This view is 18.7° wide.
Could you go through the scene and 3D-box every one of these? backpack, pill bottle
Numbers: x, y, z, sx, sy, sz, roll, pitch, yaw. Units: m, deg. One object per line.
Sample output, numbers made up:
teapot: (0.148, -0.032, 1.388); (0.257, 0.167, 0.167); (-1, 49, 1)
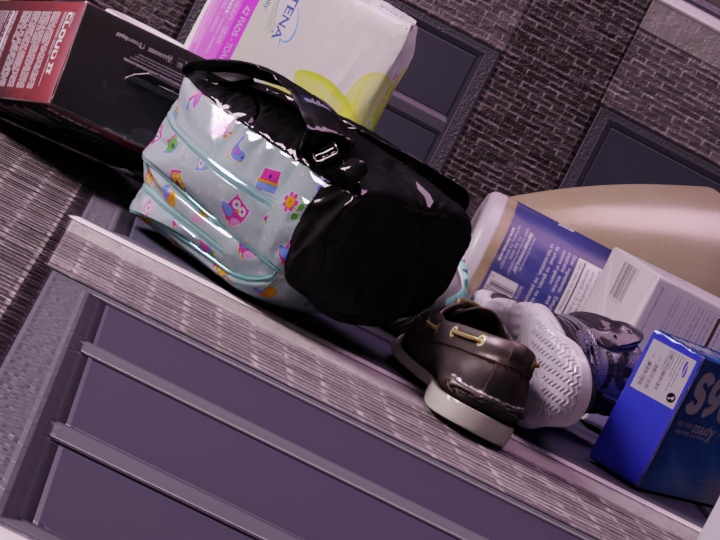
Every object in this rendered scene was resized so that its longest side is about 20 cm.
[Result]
backpack: (-0.049, -0.049, 1.364); (0.200, 0.127, 0.167); (33, 5, 33)
pill bottle: (0.166, 0.030, 1.718); (0.199, 0.112, 0.111); (28, 6, -2)

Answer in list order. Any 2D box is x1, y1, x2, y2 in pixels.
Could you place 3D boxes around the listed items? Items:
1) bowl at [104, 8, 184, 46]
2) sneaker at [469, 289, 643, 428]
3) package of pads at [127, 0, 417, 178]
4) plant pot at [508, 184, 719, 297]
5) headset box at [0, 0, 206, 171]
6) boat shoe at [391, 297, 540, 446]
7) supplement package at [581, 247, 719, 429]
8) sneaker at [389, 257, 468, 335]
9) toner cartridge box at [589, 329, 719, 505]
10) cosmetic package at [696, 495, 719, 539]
bowl: (-0.187, -0.151, 1.779); (0.200, 0.095, 0.201); (28, 7, -4)
sneaker: (0.140, 0.061, 1.421); (0.113, 0.076, 0.200); (11, 7, -16)
package of pads: (-0.062, -0.129, 1.625); (0.154, 0.201, 0.068); (28, 12, 1)
plant pot: (0.206, 0.000, 1.974); (0.199, 0.188, 0.187); (10, 11, -17)
headset box: (-0.172, -0.123, 1.499); (0.148, 0.078, 0.200); (23, -7, -32)
boat shoe: (0.068, 0.052, 1.340); (0.071, 0.061, 0.201); (26, 6, -12)
supplement package: (0.260, 0.086, 1.617); (0.199, 0.120, 0.121); (26, 5, -13)
sneaker: (0.000, 0.000, 1.523); (0.091, 0.078, 0.200); (5, 14, -32)
toner cartridge box: (0.233, 0.105, 1.465); (0.043, 0.095, 0.200); (32, 8, 33)
cosmetic package: (0.274, 0.140, 0.998); (0.199, 0.168, 0.166); (26, 7, -3)
